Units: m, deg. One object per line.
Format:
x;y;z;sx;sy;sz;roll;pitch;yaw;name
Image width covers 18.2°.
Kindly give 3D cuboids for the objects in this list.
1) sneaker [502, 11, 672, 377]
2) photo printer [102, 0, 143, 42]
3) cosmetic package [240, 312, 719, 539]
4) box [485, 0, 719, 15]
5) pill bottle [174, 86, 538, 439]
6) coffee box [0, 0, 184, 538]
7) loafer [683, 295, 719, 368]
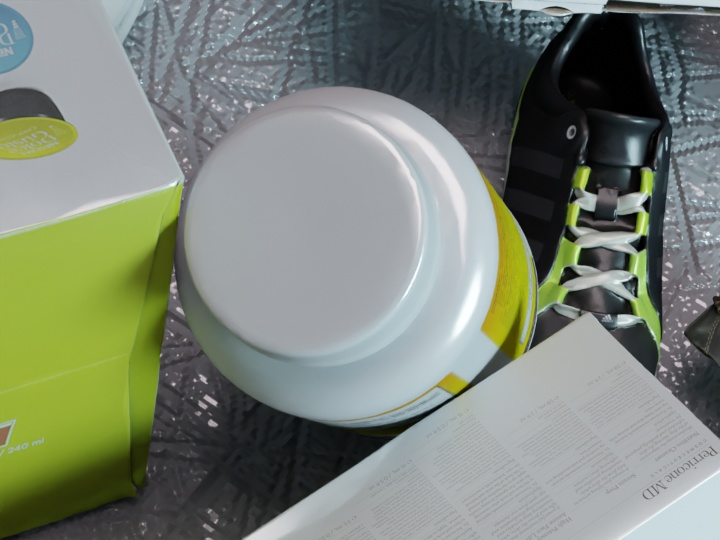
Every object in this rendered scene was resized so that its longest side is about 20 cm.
0.088;-0.028;0.900;0.071;0.083;0.201;6;55;-7;sneaker
-0.182;-0.158;0.944;0.198;0.070;0.168;9;55;-5;photo printer
0.025;0.103;0.751;0.199;0.051;0.083;-31;51;-17;cosmetic package
0.072;-0.178;0.950;0.198;0.098;0.177;4;22;-8;box
0.000;0.000;0.781;0.108;0.200;0.110;-1;82;10;pill bottle
-0.190;-0.021;0.767;0.198;0.201;0.199;-16;60;-20;coffee box
0.191;0.089;0.859;0.072;0.073;0.201;-25;66;12;loafer
